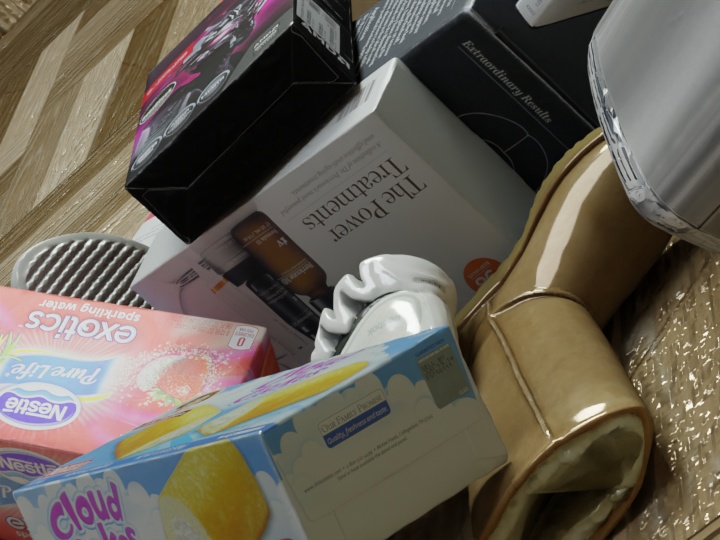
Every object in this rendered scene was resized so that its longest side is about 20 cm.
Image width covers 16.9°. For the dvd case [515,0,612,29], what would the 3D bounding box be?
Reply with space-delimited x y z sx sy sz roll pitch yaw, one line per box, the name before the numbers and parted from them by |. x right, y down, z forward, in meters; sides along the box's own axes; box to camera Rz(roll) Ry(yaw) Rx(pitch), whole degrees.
dvd case | 0.170 -0.189 1.109 0.143 0.018 0.200 -20 -21 -42

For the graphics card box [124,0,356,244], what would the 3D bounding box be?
graphics card box | -0.062 -0.102 1.292 0.125 0.051 0.200 -42 18 15

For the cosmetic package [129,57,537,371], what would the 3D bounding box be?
cosmetic package | 0.000 0.000 1.257 0.200 0.151 0.052 -34 23 39

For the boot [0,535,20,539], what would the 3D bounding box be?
boot | -0.211 0.241 1.275 0.166 0.072 0.200 -122 48 -76

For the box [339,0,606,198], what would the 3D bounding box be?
box | 0.054 -0.071 1.283 0.200 0.148 0.107 -33 23 39

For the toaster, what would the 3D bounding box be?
toaster | 0.173 -0.093 1.045 0.129 0.114 0.200 -54 31 31

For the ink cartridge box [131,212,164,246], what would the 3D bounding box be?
ink cartridge box | -0.116 0.024 1.594 0.200 0.083 0.145 -56 19 -26

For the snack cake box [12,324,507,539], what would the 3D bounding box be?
snack cake box | -0.047 0.090 1.057 0.115 0.067 0.200 -29 7 -39

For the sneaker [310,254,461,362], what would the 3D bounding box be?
sneaker | -0.008 0.092 1.158 0.200 0.075 0.081 -65 27 25

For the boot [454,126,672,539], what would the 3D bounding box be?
boot | 0.105 0.033 1.092 0.175 0.066 0.200 -56 14 15

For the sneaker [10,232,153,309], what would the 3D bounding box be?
sneaker | -0.125 0.031 1.451 0.082 0.200 0.074 -27 55 53

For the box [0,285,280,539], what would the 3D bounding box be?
box | -0.145 0.082 1.262 0.200 0.095 0.103 9 51 21

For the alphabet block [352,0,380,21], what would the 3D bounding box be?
alphabet block | 0.088 -0.223 1.463 0.200 0.195 0.197 -37 22 30
